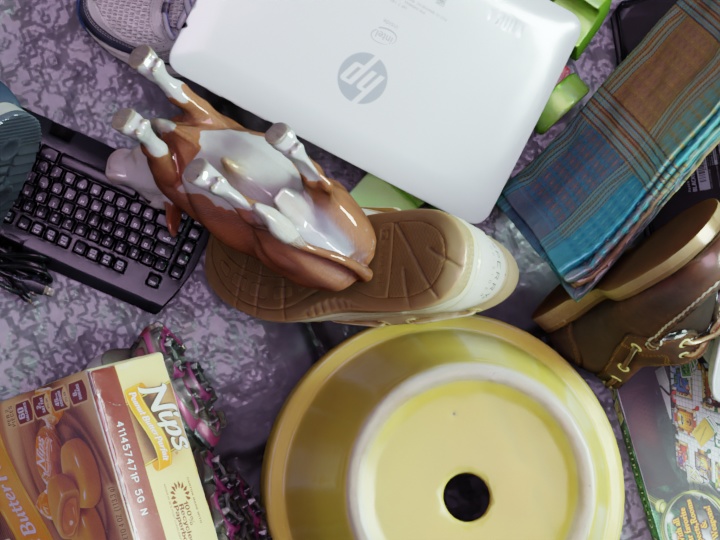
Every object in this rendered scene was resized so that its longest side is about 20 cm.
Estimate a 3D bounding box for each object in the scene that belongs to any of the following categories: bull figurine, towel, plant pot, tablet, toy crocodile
[{"bbox_3d":[-0.073,-0.051,1.522,0.200,0.121,0.065,25,75,40],"label":"bull figurine"},{"bbox_3d":[0.158,-0.085,1.554,0.022,0.147,0.200,38,98,-22],"label":"towel"},{"bbox_3d":[0.048,0.118,1.525,0.200,0.189,0.201,0,85,-3],"label":"plant pot"},{"bbox_3d":[0.009,-0.123,1.555,0.200,0.014,0.130,27,90,-14],"label":"tablet"},{"bbox_3d":[0.064,-0.088,1.608,0.200,0.062,0.068,-41,89,-6],"label":"toy crocodile"}]

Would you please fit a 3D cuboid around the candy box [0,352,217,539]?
[{"bbox_3d":[-0.165,0.123,1.510,0.055,0.200,0.116,-12,84,-44],"label":"candy box"}]

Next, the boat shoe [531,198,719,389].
[{"bbox_3d":[0.160,0.017,1.521,0.070,0.200,0.070,-43,93,-19],"label":"boat shoe"}]

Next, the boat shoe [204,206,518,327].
[{"bbox_3d":[0.000,0.000,1.557,0.069,0.200,0.074,16,83,-45],"label":"boat shoe"}]

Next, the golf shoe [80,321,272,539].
[{"bbox_3d":[-0.105,0.125,1.543,0.092,0.073,0.200,-32,49,7],"label":"golf shoe"}]

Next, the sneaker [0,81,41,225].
[{"bbox_3d":[-0.247,-0.031,1.558,0.082,0.070,0.200,46,115,23],"label":"sneaker"}]

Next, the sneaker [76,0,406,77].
[{"bbox_3d":[-0.058,-0.145,1.593,0.200,0.085,0.077,7,84,-3],"label":"sneaker"}]

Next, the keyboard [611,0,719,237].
[{"bbox_3d":[0.209,-0.063,1.627,0.104,0.040,0.200,-10,81,14],"label":"keyboard"}]

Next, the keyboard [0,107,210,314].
[{"bbox_3d":[-0.186,-0.036,1.597,0.200,0.040,0.104,23,83,-1],"label":"keyboard"}]

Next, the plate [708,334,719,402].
[{"bbox_3d":[0.275,-0.015,1.584,0.200,0.032,0.200,10,92,-37],"label":"plate"}]

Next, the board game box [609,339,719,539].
[{"bbox_3d":[0.214,0.138,1.618,0.105,0.023,0.200,-14,85,-7],"label":"board game box"}]
